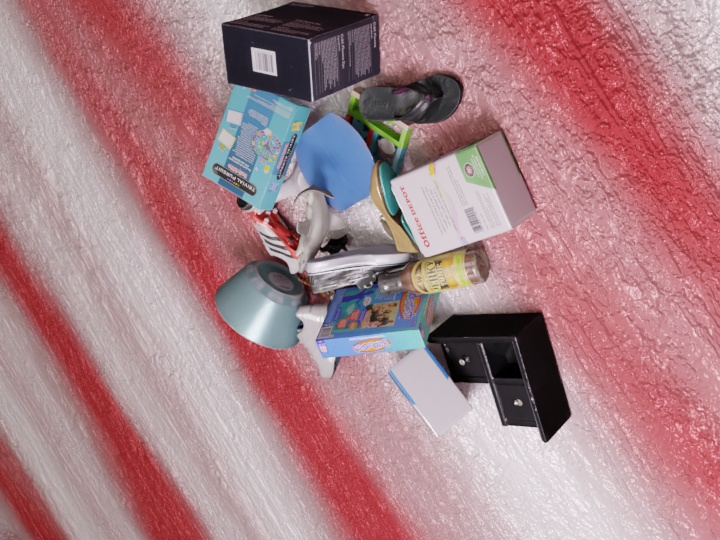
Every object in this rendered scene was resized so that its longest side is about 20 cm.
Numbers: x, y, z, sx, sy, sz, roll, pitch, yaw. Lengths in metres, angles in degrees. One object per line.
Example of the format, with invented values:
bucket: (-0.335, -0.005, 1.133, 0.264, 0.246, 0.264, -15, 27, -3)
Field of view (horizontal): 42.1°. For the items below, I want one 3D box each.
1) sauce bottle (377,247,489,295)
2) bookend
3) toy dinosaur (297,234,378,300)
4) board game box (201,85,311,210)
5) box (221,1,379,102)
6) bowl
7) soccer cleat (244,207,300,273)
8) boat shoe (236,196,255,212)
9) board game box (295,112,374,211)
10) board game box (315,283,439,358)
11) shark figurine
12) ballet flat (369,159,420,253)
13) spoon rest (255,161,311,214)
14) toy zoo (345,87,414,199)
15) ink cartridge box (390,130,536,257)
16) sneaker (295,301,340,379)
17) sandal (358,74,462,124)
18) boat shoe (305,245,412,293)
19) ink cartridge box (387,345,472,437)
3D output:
sauce bottle: (0.124, 0.009, 1.628, 0.198, 0.065, 0.065, -14, 104, 30)
bookend: (0.240, 0.184, 1.635, 0.198, 0.092, 0.201, -3, 111, 44)
toy dinosaur: (-0.047, 0.021, 1.812, 0.198, 0.103, 0.137, -13, 123, 24)
board game box: (-0.192, -0.235, 1.710, 0.150, 0.047, 0.202, 31, 107, 26)
box: (-0.097, -0.369, 1.560, 0.198, 0.182, 0.105, 19, 126, 34)
bowl: (-0.187, 0.054, 1.903, 0.200, 0.200, 0.106, 41, 116, 17)
soccer cleat: (-0.179, -0.079, 1.890, 0.200, 0.068, 0.085, 44, 135, 9)
boat shoe: (-0.206, -0.210, 1.788, 0.072, 0.067, 0.202, 35, 113, 42)
board game box: (-0.034, -0.198, 1.678, 0.199, 0.039, 0.159, -25, 99, 53)
board game box: (0.033, 0.083, 1.677, 0.198, 0.153, 0.045, -8, 124, 23)
shark figurine: (-0.066, -0.102, 1.705, 0.088, 0.129, 0.216, 16, 142, 5)
ballet flat: (0.050, -0.103, 1.621, 0.062, 0.069, 0.201, -5, 131, 33)
spoon rest: (-0.121, -0.165, 1.804, 0.198, 0.061, 0.100, -18, 102, 33)
toy zoo: (0.017, -0.207, 1.666, 0.131, 0.020, 0.201, 37, 133, 22)
ink cartridge box: (0.165, -0.122, 1.532, 0.199, 0.084, 0.146, -18, 100, 47)
sneaker: (-0.082, 0.138, 1.891, 0.086, 0.075, 0.202, 5, 129, 12)
sandal: (0.076, -0.274, 1.537, 0.198, 0.048, 0.076, -2, 101, 35)
boat shoe: (0.000, 0.000, 1.715, 0.197, 0.072, 0.072, -8, 104, 7)
ink cartridge box: (0.123, 0.217, 1.695, 0.147, 0.084, 0.200, 52, 177, 6)
